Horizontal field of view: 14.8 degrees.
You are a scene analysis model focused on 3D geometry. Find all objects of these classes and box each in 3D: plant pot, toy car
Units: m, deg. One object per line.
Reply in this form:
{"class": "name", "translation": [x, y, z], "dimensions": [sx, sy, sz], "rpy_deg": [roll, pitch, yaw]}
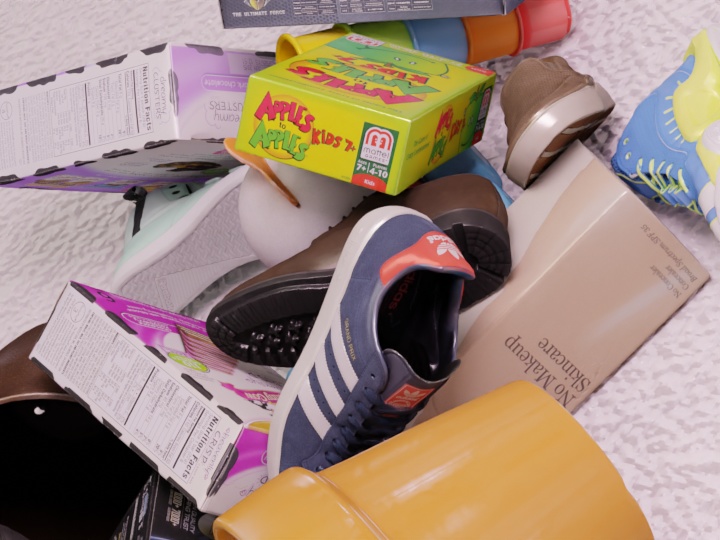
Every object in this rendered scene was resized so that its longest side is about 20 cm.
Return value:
{"class": "plant pot", "translation": [0.051, 0.162, 1.495], "dimensions": [0.183, 0.201, 0.200], "rpy_deg": [-36, 31, -13]}
{"class": "plant pot", "translation": [-0.199, 0.119, 1.840], "dimensions": [0.187, 0.187, 0.200], "rpy_deg": [-37, 20, 15]}
{"class": "toy car", "translation": [-0.019, -0.034, 1.748], "dimensions": [0.184, 0.200, 0.177], "rpy_deg": [-42, 33, 7]}

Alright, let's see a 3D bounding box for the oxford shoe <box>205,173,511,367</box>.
{"class": "oxford shoe", "translation": [0.000, 0.000, 1.649], "dimensions": [0.199, 0.073, 0.085], "rpy_deg": [-20, 37, 18]}

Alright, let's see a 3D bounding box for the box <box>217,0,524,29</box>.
{"class": "box", "translation": [0.023, -0.203, 1.842], "dimensions": [0.199, 0.051, 0.158], "rpy_deg": [-1, 18, 21]}

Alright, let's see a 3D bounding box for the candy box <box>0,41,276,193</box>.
{"class": "candy box", "translation": [-0.140, -0.106, 1.982], "dimensions": [0.199, 0.167, 0.072], "rpy_deg": [-11, 81, 42]}

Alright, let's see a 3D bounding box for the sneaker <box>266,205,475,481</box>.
{"class": "sneaker", "translation": [0.009, 0.068, 1.549], "dimensions": [0.084, 0.075, 0.201], "rpy_deg": [33, 112, 51]}

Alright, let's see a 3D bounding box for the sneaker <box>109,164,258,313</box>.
{"class": "sneaker", "translation": [-0.094, -0.052, 1.970], "dimensions": [0.200, 0.074, 0.118], "rpy_deg": [-31, 29, 16]}

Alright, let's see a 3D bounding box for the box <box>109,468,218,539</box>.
{"class": "box", "translation": [-0.123, 0.243, 1.610], "dimensions": [0.164, 0.086, 0.200], "rpy_deg": [-57, 17, 30]}

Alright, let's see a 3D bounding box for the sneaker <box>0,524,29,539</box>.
{"class": "sneaker", "translation": [-0.251, 0.242, 1.690], "dimensions": [0.076, 0.091, 0.201], "rpy_deg": [-21, 43, 47]}

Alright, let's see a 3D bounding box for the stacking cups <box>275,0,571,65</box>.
{"class": "stacking cups", "translation": [0.046, -0.151, 1.838], "dimensions": [0.199, 0.061, 0.061], "rpy_deg": [-16, 29, -17]}

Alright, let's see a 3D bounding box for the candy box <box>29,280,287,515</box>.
{"class": "candy box", "translation": [-0.090, 0.086, 1.677], "dimensions": [0.200, 0.136, 0.061], "rpy_deg": [36, 102, 43]}

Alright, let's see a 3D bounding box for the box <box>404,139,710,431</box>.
{"class": "box", "translation": [0.098, 0.032, 1.646], "dimensions": [0.200, 0.095, 0.078], "rpy_deg": [-46, 33, 5]}

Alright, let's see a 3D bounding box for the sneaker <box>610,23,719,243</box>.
{"class": "sneaker", "translation": [0.204, -0.056, 1.649], "dimensions": [0.105, 0.076, 0.200], "rpy_deg": [-42, 24, 31]}

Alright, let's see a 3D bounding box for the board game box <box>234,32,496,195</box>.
{"class": "board game box", "translation": [0.007, -0.098, 1.683], "dimensions": [0.200, 0.101, 0.048], "rpy_deg": [-35, -40, -69]}

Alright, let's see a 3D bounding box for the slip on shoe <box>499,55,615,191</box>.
{"class": "slip on shoe", "translation": [0.112, -0.099, 1.703], "dimensions": [0.076, 0.061, 0.200], "rpy_deg": [-46, -3, 16]}
